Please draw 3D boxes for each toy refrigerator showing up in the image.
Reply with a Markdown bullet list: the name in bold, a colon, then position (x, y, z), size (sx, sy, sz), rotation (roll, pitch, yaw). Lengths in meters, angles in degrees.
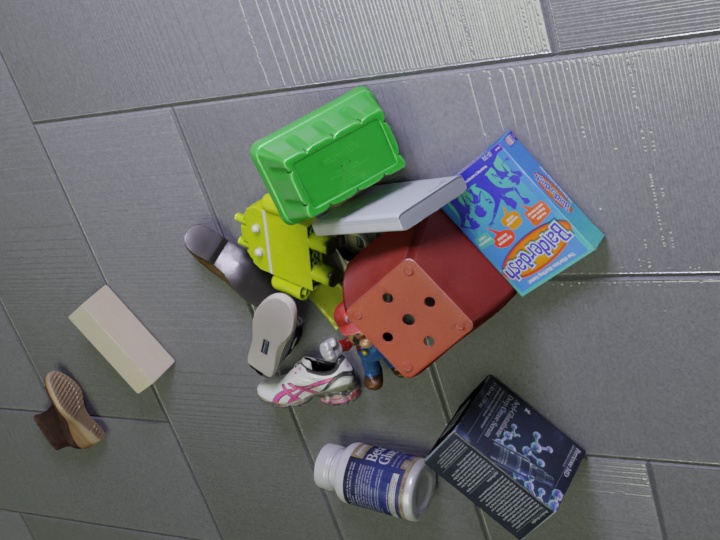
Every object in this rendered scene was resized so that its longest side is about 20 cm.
- **toy refrigerator**: position (-0.460, 0.134, 2.096), size (0.200, 0.076, 0.070), rotation (49, 133, -7)

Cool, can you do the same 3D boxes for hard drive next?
- **hard drive**: position (0.038, -0.091, 1.546), size (0.200, 0.132, 0.027), rotation (0, 118, 52)

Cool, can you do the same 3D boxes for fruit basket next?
- **fruit basket**: position (-0.048, -0.159, 1.581), size (0.215, 0.216, 0.156), rotation (-10, 116, 37)

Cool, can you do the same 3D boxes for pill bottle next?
- **pill bottle**: position (0.023, 0.367, 1.931), size (0.200, 0.111, 0.111), rotation (9, 126, 27)

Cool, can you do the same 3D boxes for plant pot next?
- **plant pot**: position (0.089, 0.037, 1.575), size (0.200, 0.176, 0.200), rotation (46, 115, -5)

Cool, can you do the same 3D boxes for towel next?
- **towel**: position (-0.085, 0.006, 1.785), size (0.200, 0.018, 0.086), rotation (48, 142, 3)

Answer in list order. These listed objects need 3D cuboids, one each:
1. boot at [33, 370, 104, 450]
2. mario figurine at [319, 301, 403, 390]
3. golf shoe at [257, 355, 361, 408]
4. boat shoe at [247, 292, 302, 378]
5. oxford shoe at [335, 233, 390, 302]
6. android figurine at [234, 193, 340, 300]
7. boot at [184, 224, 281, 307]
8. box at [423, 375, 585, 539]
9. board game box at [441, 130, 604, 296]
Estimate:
- **boot**: position (-0.656, 0.308, 2.345), size (0.166, 0.072, 0.200), rotation (-13, 117, 35)
- **mario figurine**: position (0.016, 0.123, 1.728), size (0.106, 0.124, 0.200), rotation (20, 153, 37)
- **golf shoe**: position (-0.096, 0.188, 1.912), size (0.200, 0.073, 0.092), rotation (-8, 111, 25)
- **boat shoe**: position (-0.134, 0.089, 1.842), size (0.075, 0.093, 0.200), rotation (33, 136, 7)
- **oxford shoe**: position (0.000, 0.000, 1.723), size (0.075, 0.058, 0.200), rotation (6, 126, 26)
- **android figurine**: position (-0.121, -0.042, 1.738), size (0.200, 0.041, 0.182), rotation (22, 132, 30)
- **boot**: position (-0.216, -0.003, 1.867), size (0.200, 0.074, 0.075), rotation (39, 163, -3)
- **box**: position (0.229, 0.295, 1.724), size (0.200, 0.148, 0.107), rotation (38, 134, 3)
- **board game box**: position (0.220, -0.077, 1.537), size (0.200, 0.045, 0.152), rotation (46, 134, -5)
